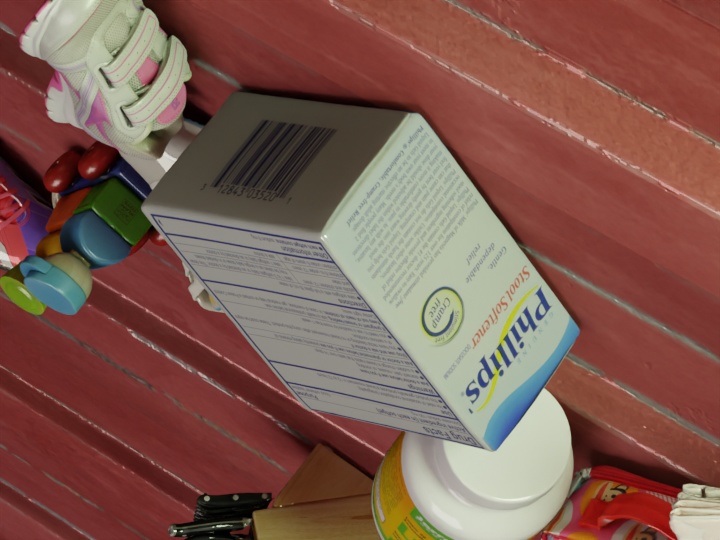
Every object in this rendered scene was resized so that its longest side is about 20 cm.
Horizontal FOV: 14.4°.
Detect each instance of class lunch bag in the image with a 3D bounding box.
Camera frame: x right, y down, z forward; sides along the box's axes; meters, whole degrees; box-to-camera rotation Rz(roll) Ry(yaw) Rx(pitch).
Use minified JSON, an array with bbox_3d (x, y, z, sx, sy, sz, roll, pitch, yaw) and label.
[{"bbox_3d":[0.212,0.200,1.823,0.200,0.082,0.176,14,148,47],"label":"lunch bag"}]

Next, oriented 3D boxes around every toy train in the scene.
[{"bbox_3d":[-0.210,-0.017,1.997,0.085,0.116,0.200,44,158,-15],"label":"toy train"}]

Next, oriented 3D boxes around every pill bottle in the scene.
[{"bbox_3d":[0.075,0.131,1.845,0.111,0.111,0.200,36,162,3],"label":"pill bottle"}]

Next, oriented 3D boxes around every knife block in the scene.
[{"bbox_3d":[-0.045,0.231,2.159,0.200,0.176,0.064,34,159,8],"label":"knife block"}]

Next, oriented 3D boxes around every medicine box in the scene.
[{"bbox_3d":[0.000,0.000,1.721,0.182,0.103,0.200,10,146,50],"label":"medicine box"}]

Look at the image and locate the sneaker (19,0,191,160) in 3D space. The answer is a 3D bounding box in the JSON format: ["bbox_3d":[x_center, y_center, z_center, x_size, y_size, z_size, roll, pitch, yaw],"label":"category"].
[{"bbox_3d":[-0.145,-0.130,1.730,0.088,0.081,0.200,31,166,13],"label":"sneaker"}]

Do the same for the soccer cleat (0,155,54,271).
[{"bbox_3d":[-0.290,-0.070,2.088,0.200,0.068,0.073,40,154,0],"label":"soccer cleat"}]

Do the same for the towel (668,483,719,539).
[{"bbox_3d":[0.289,0.180,1.635,0.191,0.032,0.200,-3,143,19],"label":"towel"}]

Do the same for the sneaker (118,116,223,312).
[{"bbox_3d":[-0.087,-0.023,1.841,0.200,0.081,0.077,43,160,-11],"label":"sneaker"}]
